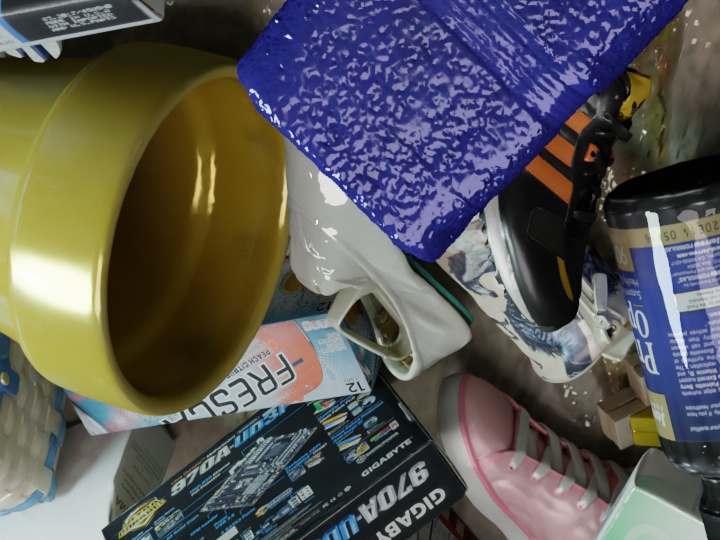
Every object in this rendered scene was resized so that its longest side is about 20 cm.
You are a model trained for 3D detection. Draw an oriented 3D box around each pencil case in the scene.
[{"bbox_3d":[0.075,-0.028,1.292,0.200,0.078,0.089,48,153,-22],"label":"pencil case"}]

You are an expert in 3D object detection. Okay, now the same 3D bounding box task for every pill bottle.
[{"bbox_3d":[0.205,0.043,1.245,0.111,0.112,0.202,-11,99,25],"label":"pill bottle"}]

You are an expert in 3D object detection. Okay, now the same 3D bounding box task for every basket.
[{"bbox_3d":[-0.292,0.081,1.446,0.175,0.140,0.200,-12,152,25],"label":"basket"}]

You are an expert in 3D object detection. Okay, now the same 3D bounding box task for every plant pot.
[{"bbox_3d":[-0.164,-0.039,1.298,0.188,0.201,0.202,16,134,25],"label":"plant pot"}]

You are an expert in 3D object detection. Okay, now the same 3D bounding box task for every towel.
[{"bbox_3d":[0.050,-0.120,1.149,0.148,0.050,0.200,44,107,2],"label":"towel"}]

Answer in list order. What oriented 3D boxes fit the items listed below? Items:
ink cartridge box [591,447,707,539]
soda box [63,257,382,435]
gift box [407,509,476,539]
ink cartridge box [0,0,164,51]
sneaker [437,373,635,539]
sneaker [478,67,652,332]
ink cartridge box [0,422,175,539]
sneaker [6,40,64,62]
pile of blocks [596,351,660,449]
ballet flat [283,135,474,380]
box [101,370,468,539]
[{"bbox_3d":[0.219,0.213,1.357,0.199,0.050,0.162,30,129,7],"label":"ink cartridge box"},{"bbox_3d":[-0.084,0.044,1.408,0.199,0.069,0.064,-11,125,23],"label":"soda box"},{"bbox_3d":[-0.029,0.226,1.477,0.186,0.185,0.200,-31,111,25],"label":"gift box"},{"bbox_3d":[-0.188,-0.203,1.156,0.196,0.202,0.047,-9,159,23],"label":"ink cartridge box"},{"bbox_3d":[0.130,0.128,1.412,0.104,0.076,0.201,-20,121,24],"label":"sneaker"},{"bbox_3d":[0.109,-0.070,1.202,0.089,0.070,0.202,-7,90,21],"label":"sneaker"},{"bbox_3d":[-0.213,0.186,1.480,0.162,0.201,0.057,-20,119,30],"label":"ink cartridge box"},{"bbox_3d":[-0.190,-0.177,1.256,0.199,0.115,0.081,12,150,49],"label":"sneaker"},{"bbox_3d":[0.229,0.077,1.330,0.198,0.082,0.062,-3,128,20],"label":"pile of blocks"},{"bbox_3d":[0.000,0.000,1.299,0.069,0.070,0.200,-11,142,25],"label":"ballet flat"},{"bbox_3d":[-0.049,0.142,1.364,0.199,0.159,0.046,-37,116,-3],"label":"box"}]
